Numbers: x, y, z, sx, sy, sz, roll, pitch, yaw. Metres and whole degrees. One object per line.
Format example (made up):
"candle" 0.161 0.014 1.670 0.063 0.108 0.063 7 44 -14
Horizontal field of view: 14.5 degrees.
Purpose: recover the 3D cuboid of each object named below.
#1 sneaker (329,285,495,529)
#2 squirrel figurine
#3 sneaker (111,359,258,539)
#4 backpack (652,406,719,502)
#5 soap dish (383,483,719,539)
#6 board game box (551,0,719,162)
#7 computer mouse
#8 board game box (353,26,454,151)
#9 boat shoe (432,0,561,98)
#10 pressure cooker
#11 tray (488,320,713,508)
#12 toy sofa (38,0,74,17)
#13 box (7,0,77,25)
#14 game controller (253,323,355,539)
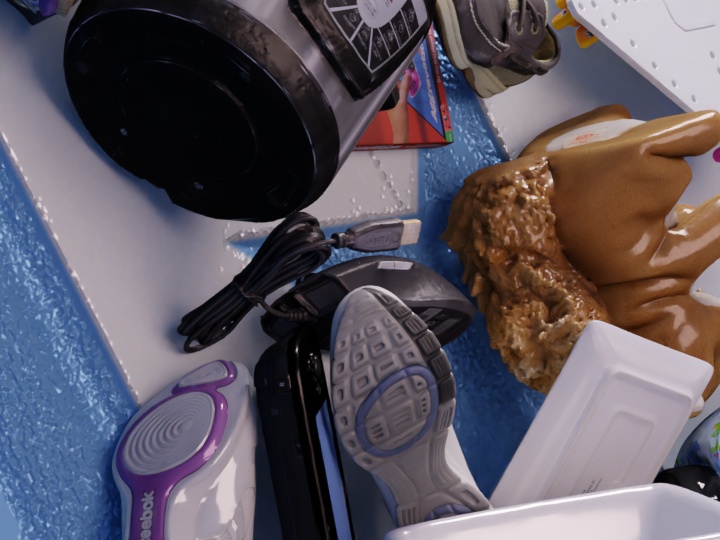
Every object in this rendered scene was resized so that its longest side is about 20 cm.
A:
"sneaker" 0.022 0.092 1.633 0.074 0.087 0.200 -21 119 -5
"squirrel figurine" 0.151 0.011 1.765 0.200 0.141 0.187 -23 104 -28
"sneaker" -0.094 0.146 1.559 0.100 0.075 0.200 53 42 -48
"backpack" 0.283 0.118 1.771 0.200 0.163 0.154 -16 82 -6
"soap dish" 0.120 0.180 1.567 0.200 0.157 0.081 -9 99 -19
"board game box" 0.207 -0.182 1.894 0.200 0.026 0.200 37 41 -28
"computer mouse" 0.000 0.000 1.628 0.200 0.140 0.046 3 58 -39
"board game box" -0.002 -0.173 1.748 0.103 0.019 0.201 -5 81 -41
"boat shoe" 0.081 -0.156 1.718 0.201 0.066 0.072 40 33 -74
"pressure cooker" -0.054 -0.151 1.593 0.178 0.176 0.200 28 54 6
"tray" 0.134 0.133 1.699 0.107 0.022 0.200 20 104 -36
"toy sofa" -0.157 -0.243 1.544 0.083 0.098 0.200 26 59 -5
"box" -0.181 -0.264 1.601 0.160 0.044 0.200 46 53 -21
"game controller" -0.021 0.132 1.591 0.104 0.042 0.201 -34 115 -74
